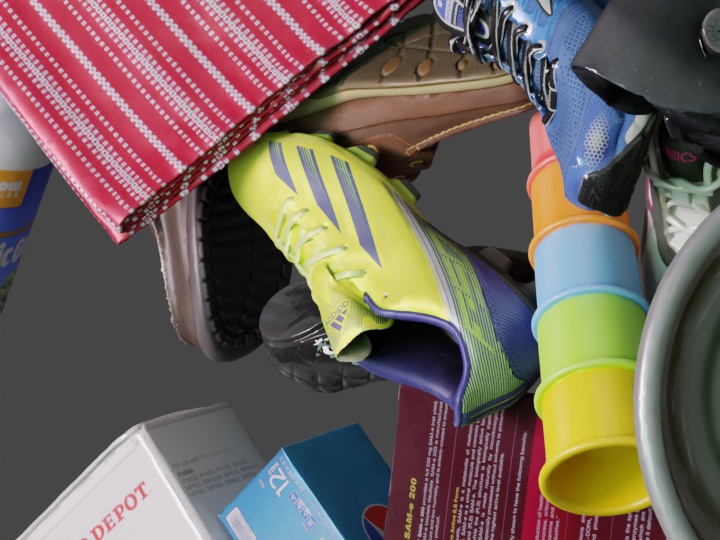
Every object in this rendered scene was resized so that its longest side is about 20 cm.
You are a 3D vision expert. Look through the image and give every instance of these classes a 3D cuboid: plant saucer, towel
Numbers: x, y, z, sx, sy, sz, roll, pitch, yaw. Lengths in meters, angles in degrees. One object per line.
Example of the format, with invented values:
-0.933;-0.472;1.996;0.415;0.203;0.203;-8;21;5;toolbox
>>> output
0.195;0.055;0.819;0.050;0.199;0.201;172;87;-71;plant saucer
-0.081;-0.127;0.967;0.200;0.022;0.145;-39;73;-1;towel

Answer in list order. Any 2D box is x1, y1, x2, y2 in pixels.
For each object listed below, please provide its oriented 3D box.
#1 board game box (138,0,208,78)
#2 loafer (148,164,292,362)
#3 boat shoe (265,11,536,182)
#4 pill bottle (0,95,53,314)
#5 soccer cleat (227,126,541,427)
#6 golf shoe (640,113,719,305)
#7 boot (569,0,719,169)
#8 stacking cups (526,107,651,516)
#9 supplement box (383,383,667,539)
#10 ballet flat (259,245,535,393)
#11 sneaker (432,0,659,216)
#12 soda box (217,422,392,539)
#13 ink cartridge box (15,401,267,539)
-0.131;-0.192;1.046;0.199;0.037;0.152;26;82;31;board game box
-0.088;-0.049;1.065;0.071;0.073;0.201;-13;80;41;loafer
0.017;-0.080;0.984;0.199;0.072;0.068;-7;122;39;boat shoe
-0.234;-0.059;1.138;0.112;0.112;0.201;37;118;26;pill bottle
0.000;0.000;0.938;0.200;0.084;0.065;35;150;27;soccer cleat
0.148;-0.035;0.877;0.077;0.088;0.201;11;105;33;golf shoe
0.133;-0.157;0.766;0.164;0.066;0.201;28;93;-6;boot
0.098;0.005;0.878;0.060;0.060;0.201;-33;46;35;stacking cups
0.100;0.114;0.919;0.199;0.061;0.110;3;84;45;supplement box
0.038;0.028;1.000;0.199;0.057;0.067;-3;57;35;ballet flat
0.075;-0.099;0.864;0.201;0.089;0.079;-100;16;-45;sneaker
0.018;0.180;1.019;0.064;0.068;0.200;-47;70;33;soda box
-0.087;0.195;1.089;0.146;0.085;0.200;-43;74;33;ink cartridge box
